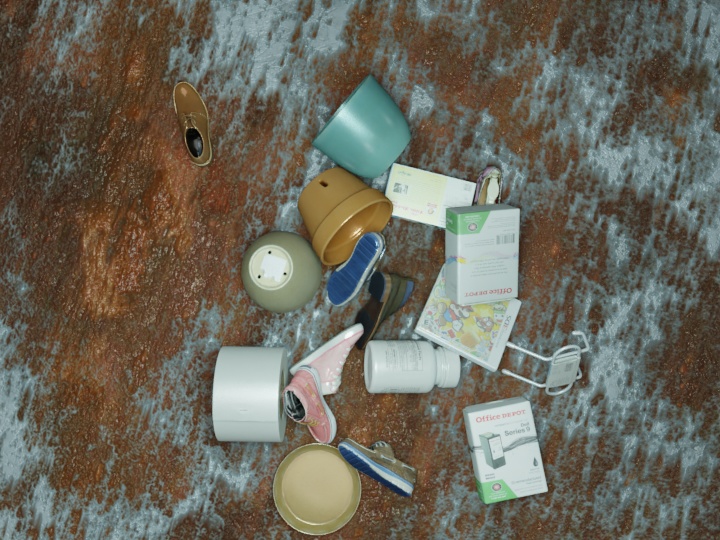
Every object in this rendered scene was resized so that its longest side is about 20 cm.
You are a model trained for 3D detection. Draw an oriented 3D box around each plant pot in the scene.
[{"bbox_3d":[-0.181,-0.003,1.636,0.185,0.200,0.190,0,87,0],"label":"plant pot"},{"bbox_3d":[-0.097,0.490,1.699,0.197,0.027,0.203,0,87,0],"label":"plant pot"},{"bbox_3d":[-0.045,-0.130,1.656,0.200,0.200,0.140,-39,71,-1],"label":"plant pot"},{"bbox_3d":[0.014,-0.300,1.656,0.161,0.201,0.201,41,88,-10],"label":"plant pot"}]

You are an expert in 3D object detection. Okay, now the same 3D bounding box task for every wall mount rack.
[{"bbox_3d":[0.407,0.202,1.655,0.172,0.201,0.075,-11,51,-3],"label":"wall mount rack"}]

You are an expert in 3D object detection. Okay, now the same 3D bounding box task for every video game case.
[{"bbox_3d":[0.242,0.102,1.680,0.198,0.023,0.183,26,63,2],"label":"video game case"}]

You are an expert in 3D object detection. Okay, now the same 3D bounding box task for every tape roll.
[{"bbox_3d":[-0.233,0.265,1.624,0.137,0.203,0.206,1,87,1],"label":"tape roll"}]

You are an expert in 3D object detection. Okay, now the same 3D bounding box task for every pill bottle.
[{"bbox_3d":[0.113,0.212,1.662,0.197,0.114,0.116,2,87,-10],"label":"pill bottle"}]

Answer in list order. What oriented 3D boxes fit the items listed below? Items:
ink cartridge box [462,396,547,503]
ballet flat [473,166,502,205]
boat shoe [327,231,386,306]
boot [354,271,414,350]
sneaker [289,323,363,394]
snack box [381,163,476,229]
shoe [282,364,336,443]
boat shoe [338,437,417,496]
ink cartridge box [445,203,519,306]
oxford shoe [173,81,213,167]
[{"bbox_3d":[0.317,0.395,1.671,0.144,0.084,0.203,-11,87,-1],"label":"ink cartridge box"},{"bbox_3d":[0.287,-0.138,1.702,0.068,0.071,0.203,7,88,-2],"label":"ballet flat"},{"bbox_3d":[0.000,0.000,1.682,0.072,0.072,0.201,47,119,17],"label":"boat shoe"},{"bbox_3d":[0.054,0.095,1.689,0.096,0.075,0.202,0,124,-35],"label":"boot"},{"bbox_3d":[-0.054,0.207,1.682,0.199,0.075,0.105,-36,87,13],"label":"sneaker"},{"bbox_3d":[0.155,-0.163,1.722,0.198,0.037,0.118,14,87,1],"label":"snack box"},{"bbox_3d":[-0.115,0.313,1.641,0.071,0.091,0.202,-1,117,28],"label":"shoe"},{"bbox_3d":[0.040,0.422,1.679,0.199,0.072,0.073,37,58,-13],"label":"boat shoe"},{"bbox_3d":[0.262,-0.036,1.633,0.143,0.087,0.203,-6,105,-14],"label":"ink cartridge box"},{"bbox_3d":[-0.383,-0.341,1.719,0.071,0.071,0.202,-18,86,1],"label":"oxford shoe"}]
